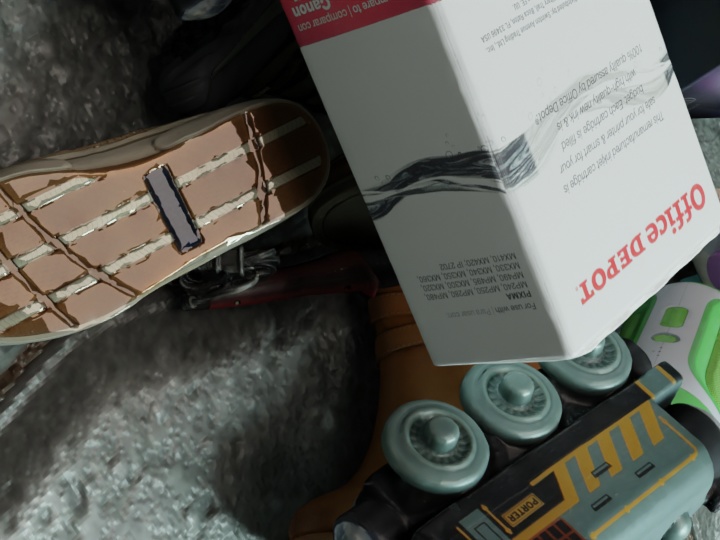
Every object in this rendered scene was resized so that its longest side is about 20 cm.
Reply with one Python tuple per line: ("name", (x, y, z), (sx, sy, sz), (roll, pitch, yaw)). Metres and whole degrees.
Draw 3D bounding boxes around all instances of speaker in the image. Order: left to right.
("speaker", (0.177, 0.070, 0.837), (0.089, 0.088, 0.200), (70, 24, -10))

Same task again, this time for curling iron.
("curling iron", (0.000, 0.000, 0.722), (0.200, 0.050, 0.026), (-5, 80, -31))

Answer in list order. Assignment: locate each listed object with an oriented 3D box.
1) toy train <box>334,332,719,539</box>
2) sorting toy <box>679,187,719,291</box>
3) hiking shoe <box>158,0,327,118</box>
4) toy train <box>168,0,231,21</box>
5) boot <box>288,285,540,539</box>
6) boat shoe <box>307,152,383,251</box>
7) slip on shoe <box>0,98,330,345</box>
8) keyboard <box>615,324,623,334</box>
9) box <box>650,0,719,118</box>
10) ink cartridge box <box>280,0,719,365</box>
("toy train", (0.083, 0.099, 0.657), (0.200, 0.085, 0.114), (-26, 59, -39))
("sorting toy", (0.280, 0.033, 0.940), (0.107, 0.200, 0.180), (-15, 94, -27))
("hiking shoe", (-0.016, -0.111, 0.736), (0.200, 0.076, 0.101), (-42, 109, -42))
("toy train", (-0.094, -0.212, 0.633), (0.085, 0.114, 0.200), (-21, 83, -44))
("boot", (0.028, 0.062, 0.753), (0.200, 0.077, 0.156), (-11, 83, -35))
("boat shoe", (0.062, -0.069, 0.761), (0.200, 0.072, 0.068), (-18, 56, -8))
("slip on shoe", (-0.109, -0.024, 0.641), (0.200, 0.061, 0.076), (-27, 101, -25))
("keyboard", (0.156, -0.006, 0.936), (0.056, 0.011, 0.200), (1, 83, -50))
("box", (0.288, -0.171, 0.912), (0.198, 0.200, 0.123), (-2, 84, -9))
("ink cartridge box", (0.064, -0.077, 0.635), (0.145, 0.084, 0.200), (-35, 108, -42))
